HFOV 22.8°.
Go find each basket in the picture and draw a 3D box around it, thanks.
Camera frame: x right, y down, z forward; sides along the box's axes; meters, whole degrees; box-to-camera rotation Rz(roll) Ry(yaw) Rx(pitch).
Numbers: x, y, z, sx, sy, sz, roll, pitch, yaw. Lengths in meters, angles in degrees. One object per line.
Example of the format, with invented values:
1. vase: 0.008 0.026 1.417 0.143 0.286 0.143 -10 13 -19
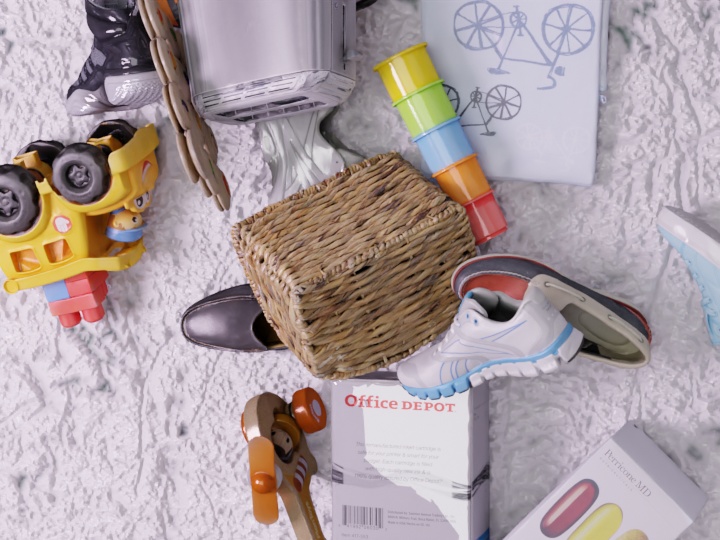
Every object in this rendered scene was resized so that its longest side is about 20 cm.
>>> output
1. basket: 0.000 0.000 1.735 0.200 0.149 0.143 -28 127 -16

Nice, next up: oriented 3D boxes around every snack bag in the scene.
1. snack bag: 0.149 -0.180 1.741 0.188 0.021 0.200 3 99 19

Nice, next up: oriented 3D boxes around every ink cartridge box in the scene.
1. ink cartridge box: 0.051 0.203 1.775 0.146 0.086 0.200 2 94 18

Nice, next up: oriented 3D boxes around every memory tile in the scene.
1. memory tile: -0.168 -0.163 1.736 0.017 0.153 0.200 -18 72 6

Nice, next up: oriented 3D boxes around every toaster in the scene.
1. toaster: -0.094 -0.217 1.723 0.200 0.114 0.129 -9 82 22

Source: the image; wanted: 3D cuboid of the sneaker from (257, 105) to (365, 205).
1. sneaker: -0.042 -0.083 1.787 0.099 0.078 0.200 -9 93 16

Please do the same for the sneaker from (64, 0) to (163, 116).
1. sneaker: -0.251 -0.220 1.808 0.200 0.075 0.114 -5 94 61

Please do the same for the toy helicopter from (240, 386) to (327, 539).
1. toy helicopter: -0.070 0.219 1.793 0.079 0.132 0.200 -20 88 19

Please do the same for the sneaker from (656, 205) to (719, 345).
1. sneaker: 0.340 0.026 1.666 0.200 0.074 0.082 44 104 11

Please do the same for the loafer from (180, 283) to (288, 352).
1. loafer: -0.098 0.049 1.819 0.200 0.072 0.073 -7 94 20

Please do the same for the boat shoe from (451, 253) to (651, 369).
1. boat shoe: 0.182 0.042 1.688 0.200 0.063 0.071 19 121 -8

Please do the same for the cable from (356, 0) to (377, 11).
1. cable: -0.039 -0.263 1.799 0.097 0.050 0.200 31 117 0

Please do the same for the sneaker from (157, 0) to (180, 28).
1. sneaker: -0.149 -0.310 1.810 0.200 0.078 0.112 -17 93 30

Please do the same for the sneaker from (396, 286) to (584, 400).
1. sneaker: 0.107 0.058 1.657 0.200 0.075 0.087 -20 112 37

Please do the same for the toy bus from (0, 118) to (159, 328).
1. toy bus: -0.288 -0.044 1.854 0.200 0.136 0.192 -16 103 17

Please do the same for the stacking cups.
1. stacking cups: 0.079 -0.119 1.738 0.060 0.061 0.200 -24 93 19

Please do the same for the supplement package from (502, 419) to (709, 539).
1. supplement package: 0.219 0.255 1.709 0.114 0.110 0.200 45 107 10
